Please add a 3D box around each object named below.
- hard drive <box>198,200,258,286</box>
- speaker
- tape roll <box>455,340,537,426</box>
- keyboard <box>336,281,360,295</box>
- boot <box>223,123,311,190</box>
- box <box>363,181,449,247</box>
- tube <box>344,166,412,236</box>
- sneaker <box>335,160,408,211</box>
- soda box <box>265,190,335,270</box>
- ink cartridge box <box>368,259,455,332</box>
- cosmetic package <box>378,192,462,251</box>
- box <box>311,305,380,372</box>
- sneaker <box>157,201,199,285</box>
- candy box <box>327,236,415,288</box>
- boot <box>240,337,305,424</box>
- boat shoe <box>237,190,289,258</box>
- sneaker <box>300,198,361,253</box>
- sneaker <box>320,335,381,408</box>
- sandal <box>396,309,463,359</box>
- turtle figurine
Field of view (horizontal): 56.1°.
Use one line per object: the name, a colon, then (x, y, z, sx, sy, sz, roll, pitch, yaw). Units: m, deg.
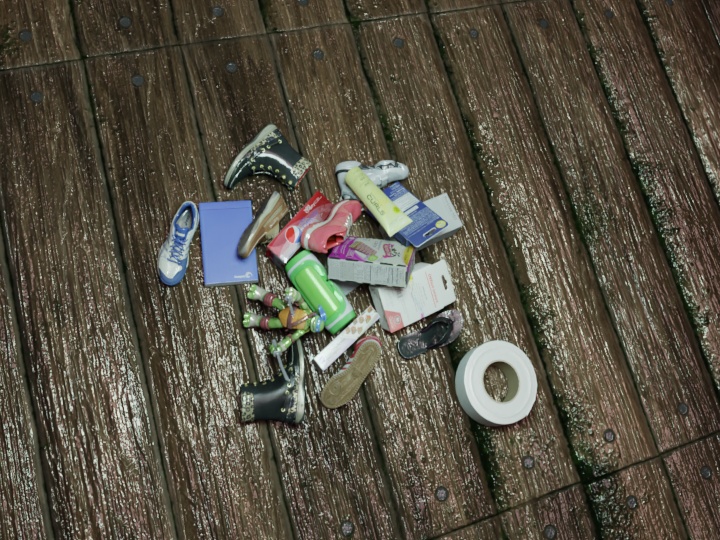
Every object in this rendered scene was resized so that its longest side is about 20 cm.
hard drive: (-0.323, -0.068, 1.651, 0.128, 0.025, 0.206, -4, 76, -15)
speaker: (-0.098, 0.052, 1.641, 0.088, 0.089, 0.202, -35, 85, -20)
tape roll: (0.339, 0.283, 1.688, 0.196, 0.071, 0.209, 4, 73, -13)
keyboard: (0.000, 0.000, 1.720, 0.198, 0.011, 0.057, -37, 91, -20)
boot: (-0.231, -0.251, 1.694, 0.153, 0.073, 0.205, 39, 70, -3)
box: (0.114, -0.133, 1.678, 0.120, 0.033, 0.200, -31, 55, -25)
tube: (0.039, -0.172, 1.658, 0.058, 0.052, 0.201, -45, 69, 15)
sneaker: (0.032, -0.219, 1.756, 0.193, 0.075, 0.119, 0, 75, -8)
soda box: (-0.149, -0.099, 1.678, 0.063, 0.070, 0.201, 39, 70, 2)
ink cartridge box: (0.131, 0.058, 1.686, 0.196, 0.067, 0.120, -22, 103, -18)
cosmetic package: (0.156, -0.114, 1.752, 0.196, 0.074, 0.104, -25, 79, -19)
box: (-0.035, 0.166, 1.647, 0.199, 0.041, 0.039, -42, 86, -21)
sneaker: (-0.433, -0.069, 1.593, 0.073, 0.088, 0.206, 13, 73, -11)
candy box: (0.028, -0.024, 1.633, 0.194, 0.063, 0.137, 7, 27, 10)
boot: (-0.204, 0.252, 1.567, 0.149, 0.074, 0.210, 0, 73, -10)
boat shoe: (-0.230, -0.104, 1.645, 0.072, 0.075, 0.203, 40, 56, -20)
sneaker: (-0.053, -0.100, 1.651, 0.086, 0.075, 0.199, 27, 53, 35)
sneaker: (-0.017, 0.240, 1.625, 0.071, 0.113, 0.201, 41, 100, -1)
sandal: (0.184, 0.162, 1.696, 0.197, 0.048, 0.077, -28, 82, -18)
turtle figurine: (-0.190, 0.109, 1.536, 0.189, 0.147, 0.200, 14, 40, 26)
